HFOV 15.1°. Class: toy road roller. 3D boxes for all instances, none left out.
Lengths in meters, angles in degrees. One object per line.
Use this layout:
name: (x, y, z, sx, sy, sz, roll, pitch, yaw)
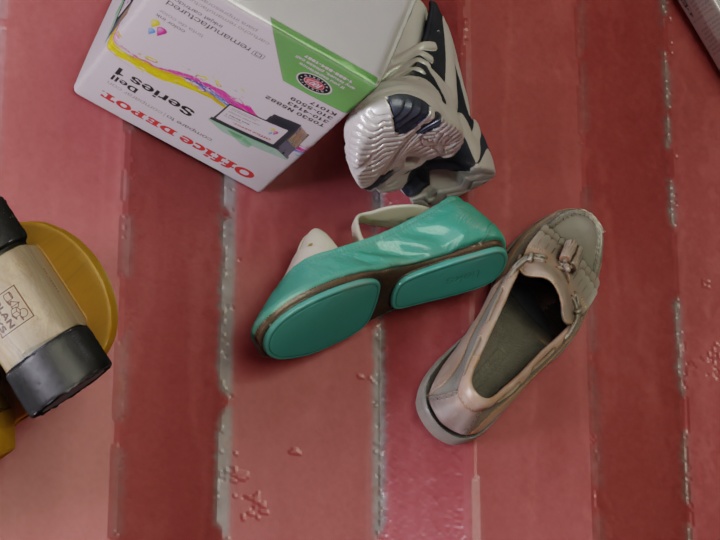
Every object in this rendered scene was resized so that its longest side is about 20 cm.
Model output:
toy road roller: (-0.233, 0.054, 1.583, 0.199, 0.146, 0.123, -35, 87, 6)

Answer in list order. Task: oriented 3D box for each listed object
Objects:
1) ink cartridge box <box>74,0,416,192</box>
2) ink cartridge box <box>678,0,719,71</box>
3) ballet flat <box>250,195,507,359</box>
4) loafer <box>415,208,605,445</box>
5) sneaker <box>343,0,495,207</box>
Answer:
ink cartridge box: (-0.074, -0.143, 1.672, 0.144, 0.200, 0.084, 28, 64, -13)
ink cartridge box: (0.340, -0.177, 1.974, 0.199, 0.041, 0.201, -26, 83, -31)
ballet flat: (0.000, 0.000, 1.738, 0.199, 0.068, 0.071, -19, 55, -30)
loafer: (0.111, 0.031, 1.770, 0.072, 0.063, 0.200, 41, 59, -6)
sneaker: (0.021, -0.122, 1.731, 0.199, 0.079, 0.130, 15, 49, -67)
